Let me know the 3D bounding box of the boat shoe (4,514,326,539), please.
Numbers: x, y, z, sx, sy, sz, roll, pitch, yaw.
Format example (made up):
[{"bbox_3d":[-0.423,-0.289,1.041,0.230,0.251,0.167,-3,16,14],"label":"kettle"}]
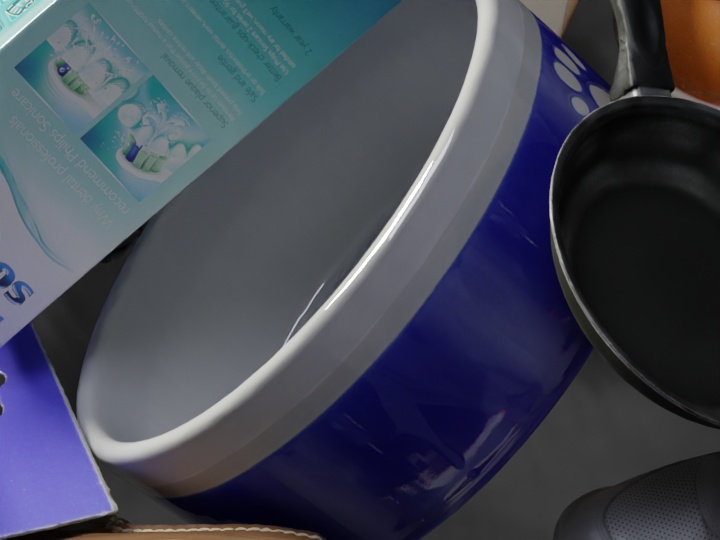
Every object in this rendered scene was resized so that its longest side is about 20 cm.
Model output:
[{"bbox_3d":[-0.091,0.104,0.874,0.200,0.076,0.072,-10,30,23],"label":"boat shoe"}]

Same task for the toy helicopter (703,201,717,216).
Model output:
[{"bbox_3d":[0.136,-0.045,0.907,0.079,0.200,0.132,28,31,34],"label":"toy helicopter"}]

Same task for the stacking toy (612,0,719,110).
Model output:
[{"bbox_3d":[0.161,-0.161,1.027,0.146,0.200,0.146,-6,43,5],"label":"stacking toy"}]

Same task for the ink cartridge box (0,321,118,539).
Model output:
[{"bbox_3d":[-0.197,0.044,0.897,0.199,0.043,0.198,-15,29,-13],"label":"ink cartridge box"}]

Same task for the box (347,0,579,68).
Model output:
[{"bbox_3d":[0.048,-0.146,1.047,0.200,0.078,0.095,-65,18,-13],"label":"box"}]

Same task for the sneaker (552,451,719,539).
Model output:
[{"bbox_3d":[0.155,0.053,0.865,0.199,0.115,0.075,-7,43,4],"label":"sneaker"}]

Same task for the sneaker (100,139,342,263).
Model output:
[{"bbox_3d":[-0.096,-0.022,1.041,0.199,0.075,0.082,-4,51,22],"label":"sneaker"}]

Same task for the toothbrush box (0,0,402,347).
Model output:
[{"bbox_3d":[-0.091,-0.088,0.942,0.200,0.085,0.146,-41,30,3],"label":"toothbrush box"}]

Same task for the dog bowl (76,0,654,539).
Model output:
[{"bbox_3d":[0.000,0.000,0.904,0.200,0.079,0.200,-42,23,22],"label":"dog bowl"}]

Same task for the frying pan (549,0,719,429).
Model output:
[{"bbox_3d":[0.082,-0.030,0.828,0.115,0.031,0.190,-23,74,-40],"label":"frying pan"}]
